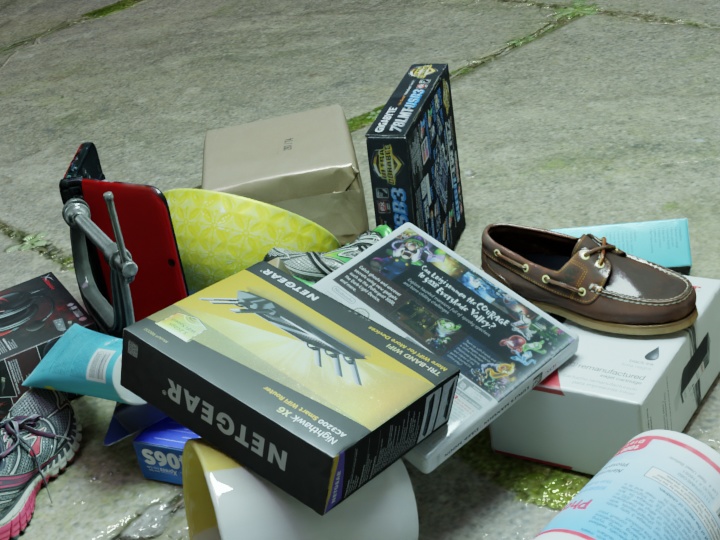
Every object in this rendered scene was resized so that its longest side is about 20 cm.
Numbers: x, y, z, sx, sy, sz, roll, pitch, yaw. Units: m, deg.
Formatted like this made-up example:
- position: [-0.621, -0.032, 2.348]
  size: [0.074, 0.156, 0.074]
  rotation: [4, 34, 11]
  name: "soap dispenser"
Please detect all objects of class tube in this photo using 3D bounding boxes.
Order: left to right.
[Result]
- position: [-0.244, 0.084, 1.140]
  size: [0.078, 0.051, 0.199]
  rotation: [-47, 28, -25]
  name: "tube"

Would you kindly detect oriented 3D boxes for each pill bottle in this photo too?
- position: [0.171, 0.201, 0.842]
  size: [0.108, 0.110, 0.199]
  rotation: [15, 36, 40]
  name: "pill bottle"

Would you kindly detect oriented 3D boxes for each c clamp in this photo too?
- position: [-0.240, -0.011, 1.173]
  size: [0.027, 0.173, 0.200]
  rotation: [-17, 22, -24]
  name: "c clamp"

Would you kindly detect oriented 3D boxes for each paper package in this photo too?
- position: [-0.094, -0.105, 1.523]
  size: [0.188, 0.105, 0.201]
  rotation: [-10, 28, 0]
  name: "paper package"

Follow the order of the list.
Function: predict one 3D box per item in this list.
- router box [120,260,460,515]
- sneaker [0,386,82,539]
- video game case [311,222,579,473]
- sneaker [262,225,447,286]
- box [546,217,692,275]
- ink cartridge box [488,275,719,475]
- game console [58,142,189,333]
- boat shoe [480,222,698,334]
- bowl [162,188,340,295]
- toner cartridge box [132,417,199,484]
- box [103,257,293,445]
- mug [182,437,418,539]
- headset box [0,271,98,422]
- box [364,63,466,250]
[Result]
- position: [-0.052, 0.077, 0.923]
  size: [0.199, 0.053, 0.157]
  rotation: [27, 34, 27]
  name: "router box"
- position: [-0.307, 0.159, 1.129]
  size: [0.079, 0.076, 0.201]
  rotation: [-7, 27, 9]
  name: "sneaker"
- position: [0.046, 0.055, 1.029]
  size: [0.181, 0.024, 0.199]
  rotation: [-34, 52, -29]
  name: "video game case"
- position: [0.000, 0.000, 1.178]
  size: [0.198, 0.086, 0.078]
  rotation: [8, -5, 23]
  name: "sneaker"
- position: [0.222, -0.010, 1.243]
  size: [0.197, 0.050, 0.082]
  rotation: [-5, -15, 11]
  name: "box"
- position: [0.214, 0.080, 1.081]
  size: [0.143, 0.085, 0.200]
  rotation: [8, 32, 33]
  name: "ink cartridge box"
- position: [-0.227, -0.019, 1.301]
  size: [0.117, 0.202, 0.173]
  rotation: [-7, 27, 3]
  name: "game console"
- position: [0.188, 0.003, 1.071]
  size: [0.198, 0.071, 0.070]
  rotation: [9, 32, 33]
  name: "boat shoe"
- position: [-0.126, 0.002, 1.302]
  size: [0.198, 0.200, 0.109]
  rotation: [6, 75, 29]
  name: "bowl"
- position: [-0.090, 0.151, 1.101]
  size: [0.198, 0.044, 0.095]
  rotation: [5, 33, 28]
  name: "toner cartridge box"
- position: [-0.152, 0.074, 1.133]
  size: [0.199, 0.032, 0.122]
  rotation: [-29, 28, 20]
  name: "box"
- position: [-0.044, 0.166, 0.927]
  size: [0.151, 0.189, 0.149]
  rotation: [-10, 1, -17]
  name: "mug"
- position: [-0.374, 0.092, 1.279]
  size: [0.198, 0.076, 0.148]
  rotation: [-23, 30, -22]
  name: "headset box"
- position: [0.062, -0.091, 1.334]
  size: [0.049, 0.202, 0.199]
  rotation: [1, 30, 17]
  name: "box"
